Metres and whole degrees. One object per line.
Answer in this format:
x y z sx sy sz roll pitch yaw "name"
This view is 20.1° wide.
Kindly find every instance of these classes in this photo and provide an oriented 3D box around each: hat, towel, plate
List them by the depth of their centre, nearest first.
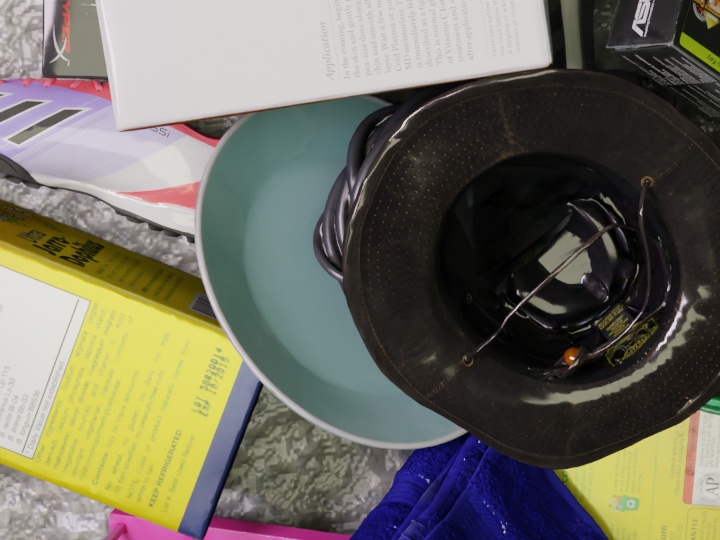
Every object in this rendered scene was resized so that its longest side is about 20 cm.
0.089 -0.012 0.956 0.199 0.081 0.202 -1 112 -2 "hat"
0.061 0.163 0.994 0.148 0.200 0.050 47 126 -3 "towel"
0.000 0.000 1.054 0.200 0.200 0.026 47 141 -5 "plate"

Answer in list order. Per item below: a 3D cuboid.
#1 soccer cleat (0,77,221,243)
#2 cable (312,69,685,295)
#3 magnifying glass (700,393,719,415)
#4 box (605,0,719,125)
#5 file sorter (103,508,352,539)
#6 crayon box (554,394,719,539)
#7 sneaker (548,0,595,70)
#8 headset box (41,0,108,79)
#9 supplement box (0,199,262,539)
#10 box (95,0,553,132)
-0.147 -0.075 1.083 0.199 0.068 0.074 19 97 -5 "soccer cleat"
0.076 -0.015 1.020 0.199 0.051 0.164 -7 103 1 "cable"
0.136 0.014 1.054 0.199 0.022 0.080 24 113 8 "magnifying glass"
0.218 -0.153 0.984 0.199 0.047 0.194 26 77 -38 "box"
-0.057 0.223 1.053 0.199 0.125 0.140 5 113 19 "file sorter"
0.146 0.111 1.105 0.199 0.051 0.128 5 98 1 "crayon box"
0.076 -0.131 1.060 0.082 0.072 0.201 3 90 -9 "sneaker"
-0.061 -0.171 1.059 0.199 0.077 0.150 3 98 3 "headset box"
-0.151 0.045 1.077 0.199 0.110 0.109 22 99 -2 "supplement box"
-0.013 -0.129 0.955 0.199 0.124 0.098 -8 96 8 "box"
